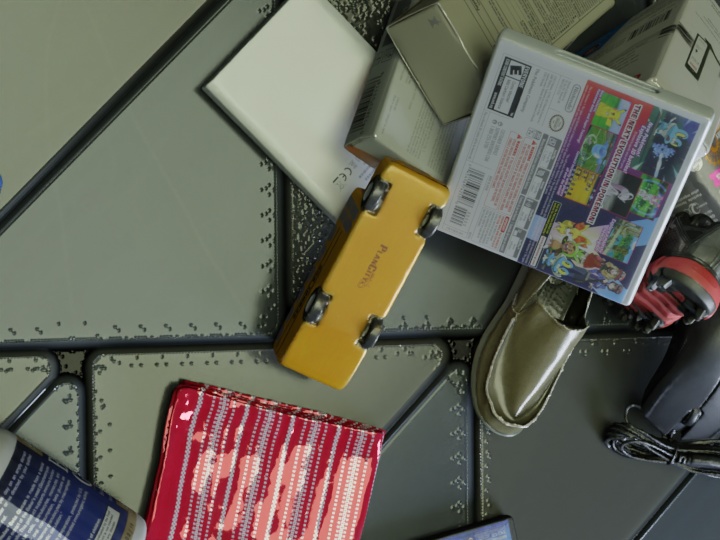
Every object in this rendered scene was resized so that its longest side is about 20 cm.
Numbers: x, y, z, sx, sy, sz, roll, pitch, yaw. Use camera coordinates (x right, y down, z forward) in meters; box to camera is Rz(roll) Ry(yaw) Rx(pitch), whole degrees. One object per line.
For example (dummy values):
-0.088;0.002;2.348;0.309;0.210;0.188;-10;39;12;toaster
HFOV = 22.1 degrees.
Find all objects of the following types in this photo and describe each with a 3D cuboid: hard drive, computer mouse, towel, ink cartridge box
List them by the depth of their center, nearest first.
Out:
0.236;-0.146;1.586;0.084;0.146;0.200;50;37;-15;ink cartridge box
-0.084;0.185;1.603;0.200;0.022;0.145;15;88;-18;towel
-0.023;-0.135;1.612;0.200;0.026;0.132;45;78;-14;hard drive
0.092;-0.130;1.627;0.200;0.050;0.162;35;62;-31;ink cartridge box
0.315;0.107;1.663;0.138;0.053;0.200;14;117;-7;computer mouse

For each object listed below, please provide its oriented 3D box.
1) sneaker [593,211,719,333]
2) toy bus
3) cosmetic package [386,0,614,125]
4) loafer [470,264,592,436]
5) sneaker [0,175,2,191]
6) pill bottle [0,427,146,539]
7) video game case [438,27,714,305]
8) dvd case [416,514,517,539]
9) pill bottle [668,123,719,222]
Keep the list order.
0.273;-0.001;1.623;0.071;0.200;0.098;41;75;-9;sneaker
0.000;0.000;1.567;0.065;0.078;0.200;25;101;-14;toy bus
0.123;-0.220;1.595;0.200;0.071;0.105;-40;104;-39;cosmetic package
0.159;0.053;1.653;0.075;0.070;0.200;21;85;-17;loafer
-0.375;-0.099;1.484;0.200;0.077;0.085;39;70;-22;sneaker
-0.282;0.196;1.492;0.200;0.111;0.111;36;81;-16;pill bottle
0.171;-0.082;1.516;0.182;0.023;0.200;22;127;5;video game case
0.092;0.334;1.665;0.142;0.018;0.200;-14;95;-18;dvd case
0.324;-0.055;1.680;0.116;0.116;0.200;-38;102;-13;pill bottle
